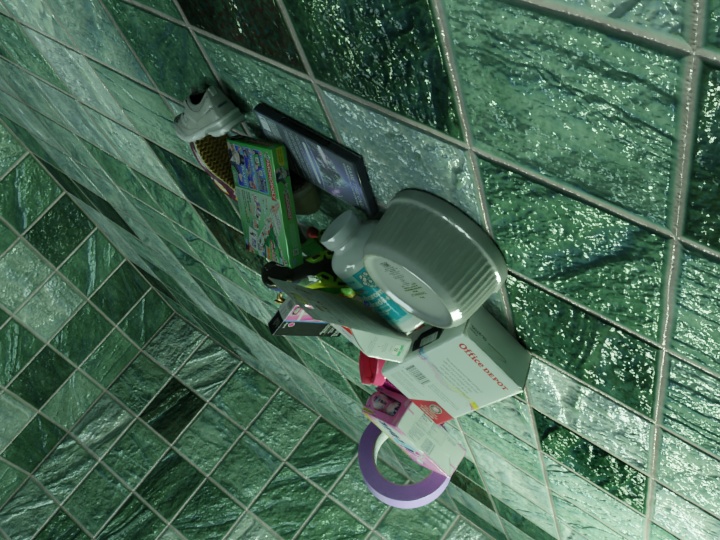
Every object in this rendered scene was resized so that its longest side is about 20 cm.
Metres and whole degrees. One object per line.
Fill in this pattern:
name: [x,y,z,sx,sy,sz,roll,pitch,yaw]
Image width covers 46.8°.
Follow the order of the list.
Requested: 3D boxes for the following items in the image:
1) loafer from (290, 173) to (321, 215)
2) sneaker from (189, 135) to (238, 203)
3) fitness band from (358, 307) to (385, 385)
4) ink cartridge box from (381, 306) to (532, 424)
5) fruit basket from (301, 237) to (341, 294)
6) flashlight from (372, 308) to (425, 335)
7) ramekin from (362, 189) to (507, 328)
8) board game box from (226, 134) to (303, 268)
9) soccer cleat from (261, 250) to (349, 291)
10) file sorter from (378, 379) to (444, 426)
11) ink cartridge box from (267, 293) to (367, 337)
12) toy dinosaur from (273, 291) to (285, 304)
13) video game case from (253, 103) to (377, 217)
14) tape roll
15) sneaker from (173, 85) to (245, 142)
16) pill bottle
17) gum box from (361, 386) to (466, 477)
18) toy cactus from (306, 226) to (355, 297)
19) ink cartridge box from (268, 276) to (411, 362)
loafer: [-0.138,-0.125,1.424,0.200,0.076,0.068,14,143,54]
sneaker: [-0.254,-0.187,1.517,0.090,0.075,0.200,10,146,50]
fitness band: [0.033,0.132,1.548,0.037,0.144,0.200,13,-165,-8]
ink cartridge box: [0.158,0.155,1.364,0.146,0.083,0.200,44,134,-15]
fruit basket: [-0.092,-0.008,1.659,0.185,0.094,0.200,48,177,-25]
flashlight: [0.108,0.101,1.463,0.200,0.068,0.068,34,171,-36]
ramekin: [0.096,-0.008,1.172,0.200,0.105,0.200,36,164,12]
board game box: [-0.156,-0.113,1.351,0.134,0.029,0.200,20,126,46]
soccer cleat: [-0.068,0.002,1.406,0.200,0.065,0.084,-3,175,13]
file sorter: [0.128,0.227,1.681,0.139,0.126,0.200,32,163,20]
ink cartridge box: [-0.065,0.084,1.548,0.200,0.095,0.037,3,-131,-40]
toy dinosaur: [-0.101,0.059,1.559,0.106,0.060,0.200,20,147,13]
video game case: [-0.067,-0.166,1.264,0.200,0.019,0.143,31,162,25]
tape roll: [0.096,0.393,1.750,0.200,0.200,0.066,33,159,20]
sneaker: [-0.255,-0.264,1.359,0.200,0.075,0.082,3,126,54]
pill bottle: [0.031,-0.003,1.307,0.200,0.111,0.111,43,163,-17]
gum box: [0.101,0.312,1.623,0.200,0.066,0.113,47,160,-30]
toy cactus: [0.000,0.000,1.454,0.165,0.102,0.200,4,133,48]
ink cartridge box: [-0.040,0.080,1.323,0.200,0.050,0.161,13,-166,-39]
